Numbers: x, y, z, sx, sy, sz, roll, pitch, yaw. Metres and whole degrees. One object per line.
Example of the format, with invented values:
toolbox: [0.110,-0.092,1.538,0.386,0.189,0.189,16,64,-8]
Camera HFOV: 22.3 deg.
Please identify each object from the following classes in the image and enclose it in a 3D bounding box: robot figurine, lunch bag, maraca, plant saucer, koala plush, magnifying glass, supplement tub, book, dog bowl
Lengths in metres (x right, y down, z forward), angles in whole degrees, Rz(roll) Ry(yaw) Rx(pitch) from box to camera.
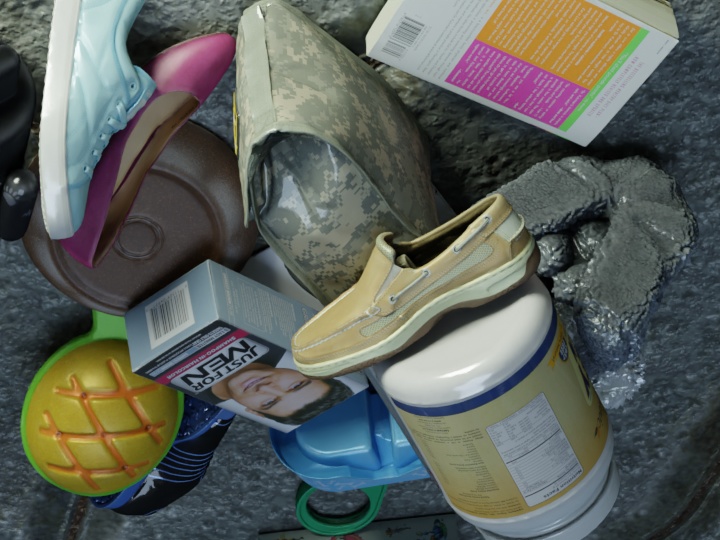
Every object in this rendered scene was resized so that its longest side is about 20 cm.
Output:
robot figurine: [-0.308,-0.105,1.364,0.124,0.151,0.200,2,146,-19]
lunch bag: [-0.033,-0.090,1.377,0.117,0.165,0.200,-27,130,19]
maraca: [-0.214,0.107,1.592,0.137,0.107,0.201,28,101,-20]
plant saucer: [-0.182,-0.035,1.488,0.199,0.037,0.202,-2,123,-3]
koala plush: [0.180,0.021,1.500,0.177,0.184,0.201,36,144,22]
magnifying glass: [0.013,0.189,1.736,0.079,0.022,0.200,29,126,-26]
supplement tub: [0.108,0.107,1.389,0.143,0.145,0.201,-20,124,14]
book: [0.122,-0.180,1.390,0.199,0.048,0.134,21,130,-20]
dog bowl: [0.020,0.140,1.634,0.198,0.112,0.050,-10,146,5]

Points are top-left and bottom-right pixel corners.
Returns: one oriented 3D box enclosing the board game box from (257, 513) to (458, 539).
board game box: [0.005,0.321,1.824,0.198,0.065,0.148,-7,131,1]

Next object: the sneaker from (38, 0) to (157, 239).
sneaker: [-0.192,-0.121,1.343,0.081,0.074,0.202,5,93,-6]

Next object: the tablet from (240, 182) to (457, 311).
tablet: [0.000,0.000,1.566,0.199,0.014,0.130,-26,128,18]

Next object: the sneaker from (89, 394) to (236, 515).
sneaker: [-0.162,0.154,1.667,0.200,0.070,0.078,-41,144,23]

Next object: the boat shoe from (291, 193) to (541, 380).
boat shoe: [0.028,0.005,1.326,0.199,0.072,0.076,-30,119,6]

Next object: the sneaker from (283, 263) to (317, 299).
sneaker: [0.013,0.038,1.545,0.199,0.074,0.079,30,129,-27]

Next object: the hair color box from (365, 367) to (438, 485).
hair color box: [0.073,0.098,1.500,0.099,0.061,0.201,-35,122,-6]

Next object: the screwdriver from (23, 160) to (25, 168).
screwdriver: [-0.316,-0.005,1.483,0.029,0.028,0.201,23,104,7]

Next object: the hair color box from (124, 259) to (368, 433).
hair color box: [-0.094,0.068,1.539,0.099,0.061,0.200,-31,145,27]

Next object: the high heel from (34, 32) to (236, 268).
high heel: [-0.156,-0.091,1.392,0.200,0.096,0.067,-42,151,10]
